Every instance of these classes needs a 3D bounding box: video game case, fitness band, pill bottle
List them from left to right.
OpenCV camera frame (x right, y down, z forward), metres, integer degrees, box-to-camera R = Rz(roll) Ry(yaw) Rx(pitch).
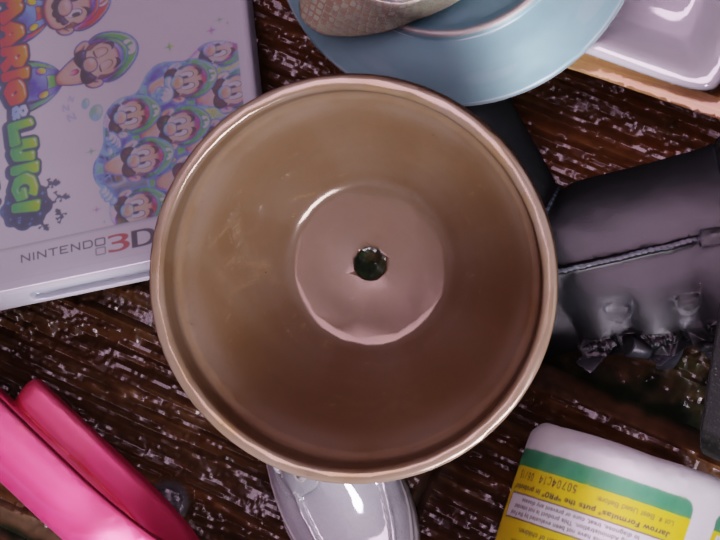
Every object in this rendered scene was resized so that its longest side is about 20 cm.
[{"bbox_3d":[-0.163,0.098,1.412,0.200,0.144,0.037,41,92,13],"label":"fitness band"},{"bbox_3d":[-0.142,-0.083,1.465,0.181,0.024,0.201,-12,62,9],"label":"video game case"},{"bbox_3d":[0.109,0.187,1.365,0.112,0.113,0.201,17,86,12],"label":"pill bottle"}]

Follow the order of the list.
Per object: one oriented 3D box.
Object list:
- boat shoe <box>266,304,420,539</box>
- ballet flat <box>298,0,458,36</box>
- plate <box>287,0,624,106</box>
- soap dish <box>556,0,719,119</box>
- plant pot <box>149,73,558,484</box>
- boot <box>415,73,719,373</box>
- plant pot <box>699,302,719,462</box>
[{"bbox_3d":[-0.023,0.082,1.426,0.072,0.069,0.201,-16,80,8],"label":"boat shoe"},{"bbox_3d":[0.054,-0.173,1.341,0.199,0.062,0.068,-21,78,11],"label":"ballet flat"},{"bbox_3d":[0.048,-0.184,1.389,0.199,0.026,0.201,-2,83,15],"label":"plate"},{"bbox_3d":[0.156,-0.192,1.422,0.157,0.081,0.201,20,86,12],"label":"soap dish"},{"bbox_3d":[0.000,0.000,1.356,0.200,0.093,0.202,1,97,6],"label":"plant pot"},{"bbox_3d":[0.118,-0.039,1.414,0.162,0.073,0.199,-9,88,12],"label":"boot"},{"bbox_3d":[0.272,0.040,1.322,0.176,0.200,0.201,8,84,21],"label":"plant pot"}]
